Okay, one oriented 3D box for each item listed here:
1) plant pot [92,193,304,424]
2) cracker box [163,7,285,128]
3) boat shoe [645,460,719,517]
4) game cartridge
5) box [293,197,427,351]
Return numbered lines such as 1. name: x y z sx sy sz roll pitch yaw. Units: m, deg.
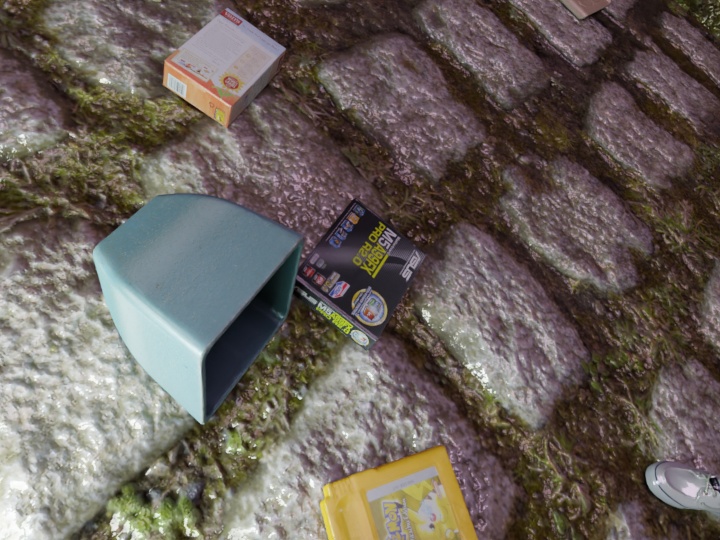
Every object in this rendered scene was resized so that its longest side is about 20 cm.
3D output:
1. plant pot: -0.210 0.022 0.672 0.197 0.198 0.197 32 53 7
2. cracker box: -0.237 -0.364 0.962 0.132 0.058 0.202 32 54 -5
3. boat shoe: 0.574 0.360 0.901 0.195 0.067 0.075 18 55 -14
4. game cartridge: 0.057 0.342 0.698 0.195 0.033 0.180 -7 65 -29
5. box: 0.000 0.000 0.864 0.159 0.044 0.201 37 53 0
